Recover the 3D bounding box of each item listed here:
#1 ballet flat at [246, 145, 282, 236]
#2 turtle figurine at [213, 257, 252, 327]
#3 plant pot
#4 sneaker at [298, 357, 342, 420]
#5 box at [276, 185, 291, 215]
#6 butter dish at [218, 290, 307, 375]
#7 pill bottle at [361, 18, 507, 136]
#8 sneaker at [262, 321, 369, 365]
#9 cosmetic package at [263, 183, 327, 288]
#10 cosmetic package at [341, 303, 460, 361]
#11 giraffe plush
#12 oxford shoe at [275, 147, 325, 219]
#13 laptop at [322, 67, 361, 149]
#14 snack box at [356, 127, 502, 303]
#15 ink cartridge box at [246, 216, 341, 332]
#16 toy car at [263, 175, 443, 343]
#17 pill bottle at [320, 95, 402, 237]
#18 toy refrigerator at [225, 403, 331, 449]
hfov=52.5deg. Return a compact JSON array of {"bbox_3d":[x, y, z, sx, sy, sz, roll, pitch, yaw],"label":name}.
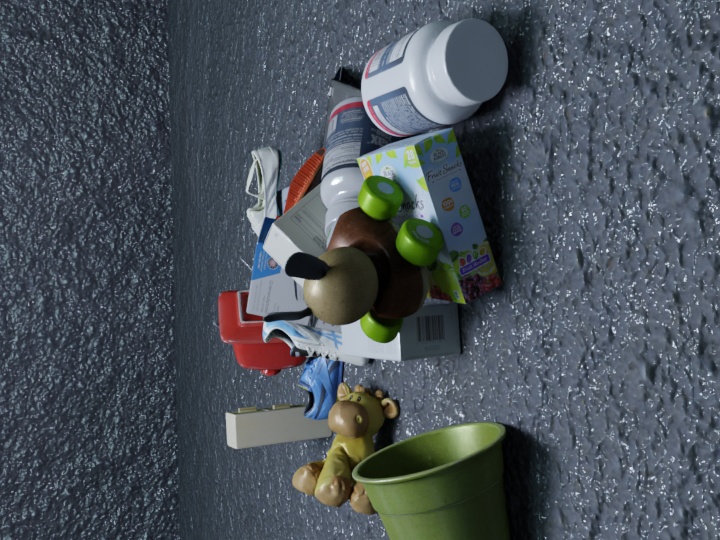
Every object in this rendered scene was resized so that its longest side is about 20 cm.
[{"bbox_3d":[-0.186,-0.132,1.379,0.069,0.068,0.206,-162,73,-64],"label":"ballet flat"},{"bbox_3d":[-0.199,0.114,1.547,0.192,0.145,0.201,28,161,43],"label":"turtle figurine"},{"bbox_3d":[0.109,0.310,0.887,0.199,0.196,0.195,-21,86,64],"label":"plant pot"},{"bbox_3d":[-0.077,0.184,1.391,0.066,0.076,0.207,-170,80,-67],"label":"sneaker"},{"bbox_3d":[-0.108,-0.060,1.409,0.199,0.102,0.190,175,93,-66],"label":"box"},{"bbox_3d":[-0.172,0.132,1.402,0.200,0.194,0.152,-114,25,-61],"label":"butter dish"},{"bbox_3d":[0.091,-0.241,0.913,0.199,0.116,0.124,-173,82,-65],"label":"pill bottle"},{"bbox_3d":[-0.078,0.128,1.266,0.072,0.195,0.074,100,-168,-68],"label":"sneaker"},{"bbox_3d":[-0.048,-0.074,1.139,0.105,0.200,0.071,43,144,6],"label":"cosmetic package"},{"bbox_3d":[0.053,0.088,1.062,0.199,0.099,0.074,172,95,-66],"label":"cosmetic package"},{"bbox_3d":[-0.007,0.277,1.191,0.200,0.168,0.167,-12,-67,-81],"label":"giraffe plush"},{"bbox_3d":[-0.092,-0.114,1.271,0.203,0.071,0.071,-62,25,10],"label":"oxford shoe"},{"bbox_3d":[-0.010,-0.238,1.288,0.197,0.115,0.192,25,118,31],"label":"laptop"},{"bbox_3d":[0.085,-0.068,0.944,0.168,0.066,0.205,5,116,66],"label":"snack box"},{"bbox_3d":[-0.082,0.011,1.223,0.085,0.194,0.148,-85,8,-56],"label":"ink cartridge box"},{"bbox_3d":[-0.027,0.003,0.868,0.158,0.197,0.167,49,134,29],"label":"toy car"},{"bbox_3d":[0.002,-0.141,1.079,0.120,0.117,0.205,134,147,-57],"label":"pill bottle"},{"bbox_3d":[-0.161,0.300,1.438,0.076,0.195,0.072,165,101,-65],"label":"toy refrigerator"}]
